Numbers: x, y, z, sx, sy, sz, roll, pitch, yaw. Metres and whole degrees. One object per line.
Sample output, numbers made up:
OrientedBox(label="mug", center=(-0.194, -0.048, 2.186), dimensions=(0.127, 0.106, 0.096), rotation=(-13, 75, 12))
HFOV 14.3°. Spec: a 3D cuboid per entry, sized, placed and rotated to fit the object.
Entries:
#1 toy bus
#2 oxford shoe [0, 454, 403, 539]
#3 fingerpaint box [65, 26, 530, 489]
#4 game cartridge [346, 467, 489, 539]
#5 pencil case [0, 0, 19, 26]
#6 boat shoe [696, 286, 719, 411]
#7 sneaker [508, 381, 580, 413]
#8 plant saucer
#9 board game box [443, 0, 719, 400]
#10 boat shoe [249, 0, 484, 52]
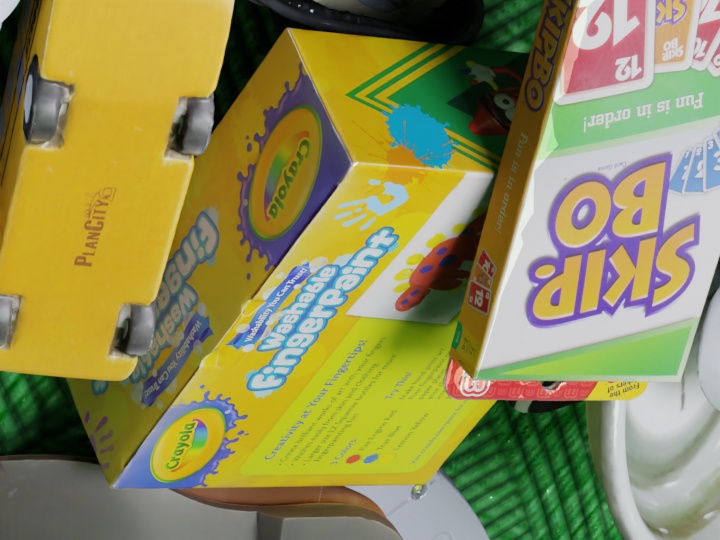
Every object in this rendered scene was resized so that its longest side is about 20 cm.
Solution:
OrientedBox(label="toy bus", center=(-0.097, -0.049, 1.035), dimensions=(0.065, 0.079, 0.200), rotation=(4, 136, -15))
OrientedBox(label="oxford shoe", center=(-0.082, 0.108, 1.201), dimensions=(0.199, 0.071, 0.072), rotation=(10, 108, -17))
OrientedBox(label="fingerpaint box", center=(0.000, 0.000, 1.139), dimensions=(0.166, 0.074, 0.200), rotation=(2, 140, -38))
OrientedBox(label="game cartridge", center=(-0.001, 0.152, 1.328), dimensions=(0.133, 0.041, 0.200), rotation=(-32, 137, -6))
OrientedBox(label="pencil case", center=(-0.181, -0.049, 0.984), dimensions=(0.083, 0.091, 0.201), rotation=(21, 114, -17))
OrientedBox(label="boat shoe", center=(0.211, 0.041, 1.213), dimensions=(0.199, 0.068, 0.074), rotation=(22, 85, -55))
OrientedBox(label="sneaker", center=(0.162, 0.030, 1.298), dimensions=(0.199, 0.083, 0.072), rotation=(-23, 159, -20))
OrientedBox(label="plant saucer", center=(0.143, 0.026, 1.216), dimensions=(0.200, 0.050, 0.201), rotation=(-25, 122, -47))
OrientedBox(label="board game box", center=(0.097, -0.036, 1.063), dimensions=(0.095, 0.030, 0.201), rotation=(2, 118, -28))
OrientedBox(label="boat shoe", center=(-0.022, -0.130, 1.055), dimensions=(0.075, 0.066, 0.199), rotation=(-49, 138, 5))
